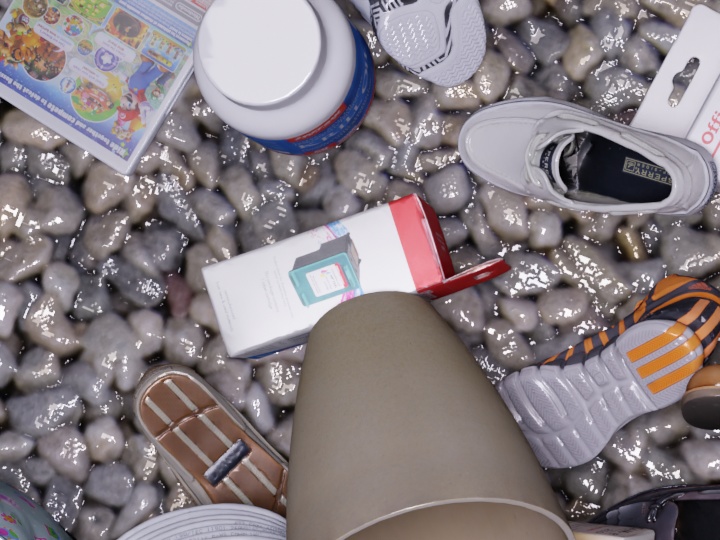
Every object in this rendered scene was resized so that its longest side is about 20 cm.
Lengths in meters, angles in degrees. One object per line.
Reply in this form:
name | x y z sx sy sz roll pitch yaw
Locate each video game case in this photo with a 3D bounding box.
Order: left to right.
video game case | -0.178 -0.191 1.650 0.143 0.018 0.201 32 92 7

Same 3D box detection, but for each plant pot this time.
plant pot | 0.027 0.119 1.472 0.186 0.188 0.201 -19 53 6

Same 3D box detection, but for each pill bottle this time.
pill bottle | -0.054 -0.141 1.541 0.111 0.200 0.113 0 88 7

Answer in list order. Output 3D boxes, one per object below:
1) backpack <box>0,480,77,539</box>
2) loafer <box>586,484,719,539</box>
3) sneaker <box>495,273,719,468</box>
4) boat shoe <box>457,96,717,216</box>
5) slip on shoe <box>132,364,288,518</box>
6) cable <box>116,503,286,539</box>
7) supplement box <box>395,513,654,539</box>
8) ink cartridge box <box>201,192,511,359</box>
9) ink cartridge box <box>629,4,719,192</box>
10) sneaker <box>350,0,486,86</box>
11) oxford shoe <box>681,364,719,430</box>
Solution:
backpack | -0.268 0.212 1.556 0.166 0.200 0.127 26 91 8
loafer | 0.232 0.178 1.552 0.198 0.063 0.072 -15 77 14
sneaker | 0.180 0.069 1.569 0.199 0.112 0.078 -25 99 39
boat shoe | 0.145 -0.074 1.549 0.199 0.066 0.073 19 104 32
slip on shoe | -0.092 0.149 1.609 0.076 0.061 0.200 -42 102 -3
cable | -0.107 0.253 1.553 0.199 0.069 0.201 -21 126 -8
supplement box | 0.095 0.233 1.545 0.199 0.073 0.127 2 88 25
ink cartridge box | 0.000 0.000 1.572 0.199 0.116 0.068 -19 85 5
ink cartridge box | 0.295 -0.097 1.561 0.199 0.068 0.117 29 92 8
sneaker | 0.010 -0.221 1.602 0.075 0.115 0.200 -43 118 4
oxford shoe | 0.263 0.073 1.503 0.071 0.200 0.072 -4 83 27
